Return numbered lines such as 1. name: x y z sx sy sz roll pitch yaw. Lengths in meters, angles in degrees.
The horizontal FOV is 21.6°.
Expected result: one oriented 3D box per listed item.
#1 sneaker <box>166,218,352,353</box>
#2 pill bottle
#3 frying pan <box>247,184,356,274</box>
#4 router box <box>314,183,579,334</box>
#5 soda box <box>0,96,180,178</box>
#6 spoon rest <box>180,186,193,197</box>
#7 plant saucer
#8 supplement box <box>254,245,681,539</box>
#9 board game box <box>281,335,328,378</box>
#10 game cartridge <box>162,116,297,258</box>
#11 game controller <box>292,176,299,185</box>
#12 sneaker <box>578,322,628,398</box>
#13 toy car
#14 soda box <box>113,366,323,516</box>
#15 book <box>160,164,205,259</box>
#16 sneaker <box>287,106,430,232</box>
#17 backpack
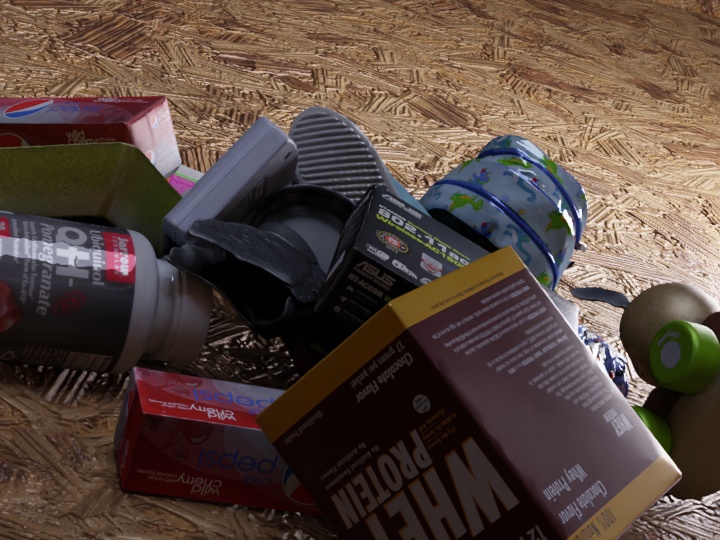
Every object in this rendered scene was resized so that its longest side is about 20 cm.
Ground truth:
1. sneaker: -0.048 0.029 1.430 0.200 0.060 0.104 43 25 -1
2. pill bottle: -0.217 0.018 1.414 0.199 0.111 0.111 8 22 -22
3. frying pan: -0.004 -0.016 1.534 0.189 0.031 0.116 0 64 -20
4. router box: 0.070 0.029 1.432 0.199 0.062 0.150 31 21 -6
5. soda box: -0.258 -0.111 1.656 0.199 0.070 0.063 3 27 31
6. spoon rest: -0.084 -0.017 1.673 0.200 0.061 0.099 36 25 28
7. plant saucer: -0.247 -0.044 1.494 0.199 0.048 0.200 -2 -15 10
8. supplement box: 0.076 0.117 1.240 0.200 0.133 0.197 53 28 8
9. board game box: -0.010 0.050 1.537 0.119 0.032 0.200 0 44 -30
10. game cartridge: -0.106 -0.051 1.533 0.040 0.133 0.200 44 -16 7
11. game controller: -0.039 -0.050 1.745 0.200 0.042 0.104 37 -10 -20
12. sneaker: 0.191 0.094 1.606 0.078 0.076 0.200 22 22 4
13. toy car: 0.255 0.075 1.557 0.164 0.158 0.200 14 23 -35
14. soda box: -0.069 0.124 1.324 0.199 0.064 0.070 10 23 -18
15. book: -0.194 -0.053 1.722 0.133 0.048 0.200 16 22 -4
16. sneaker: 0.011 -0.050 1.595 0.200 0.074 0.082 54 3 9
17. backpack: 0.121 -0.035 1.664 0.163 0.154 0.200 45 3 8
